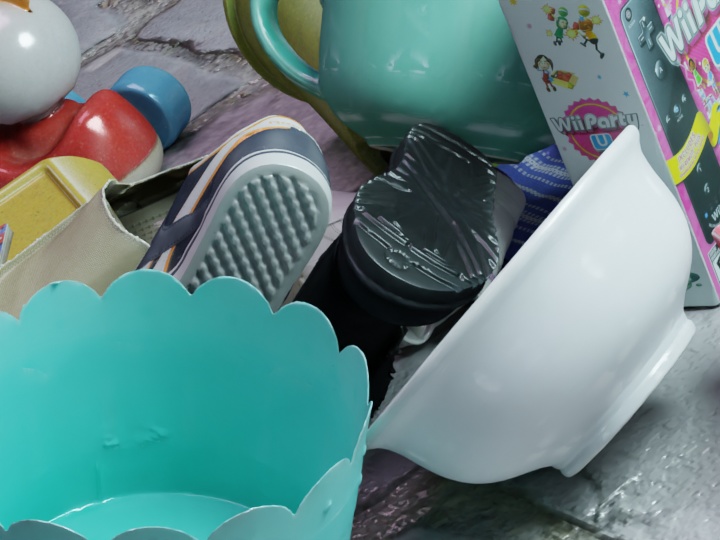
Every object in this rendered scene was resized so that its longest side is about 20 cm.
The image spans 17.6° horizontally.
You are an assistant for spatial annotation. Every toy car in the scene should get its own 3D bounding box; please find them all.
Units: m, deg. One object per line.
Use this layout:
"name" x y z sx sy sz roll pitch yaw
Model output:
"toy car" -0.250 -0.127 1.646 0.177 0.200 0.184 -8 31 33

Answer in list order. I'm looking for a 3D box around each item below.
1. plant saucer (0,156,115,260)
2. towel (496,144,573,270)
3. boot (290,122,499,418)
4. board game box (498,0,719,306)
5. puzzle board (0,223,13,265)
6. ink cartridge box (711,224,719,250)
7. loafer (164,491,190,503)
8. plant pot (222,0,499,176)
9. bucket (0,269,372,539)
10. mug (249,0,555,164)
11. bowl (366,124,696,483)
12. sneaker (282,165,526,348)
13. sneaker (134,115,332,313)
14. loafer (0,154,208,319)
"plant saucer" -0.219 0.012 1.468 0.200 0.048 0.200 -36 41 -9
"towel" 0.135 -0.059 1.368 0.200 0.024 0.145 -36 28 -20
"boot" 0.000 0.028 1.178 0.168 0.076 0.200 -59 4 23
"board game box" 0.162 -0.103 1.220 0.064 0.200 0.148 -3 34 39
"puzzle board" -0.302 0.058 1.405 0.200 0.017 0.151 -27 32 20
"ink cartridge box" 0.267 0.015 1.036 0.145 0.083 0.200 -27 25 -1
"loafer" -0.112 0.129 1.197 0.072 0.063 0.200 -11 30 32
"plant pot" 0.030 -0.150 1.474 0.200 0.200 0.184 -27 37 -1
"bucket" -0.096 0.107 1.071 0.207 0.135 0.207 2 34 -1
"mug" 0.043 -0.122 1.303 0.152 0.114 0.185 6 0 -38
"bowl" 0.096 0.034 1.108 0.201 0.090 0.201 -49 -3 -4
"sneaker" 0.000 0.000 1.323 0.200 0.075 0.100 -18 47 39
"sneaker" -0.077 0.008 1.184 0.200 0.078 0.079 -51 19 24
"loafer" -0.141 -0.013 1.321 0.200 0.068 0.076 -29 54 -2
